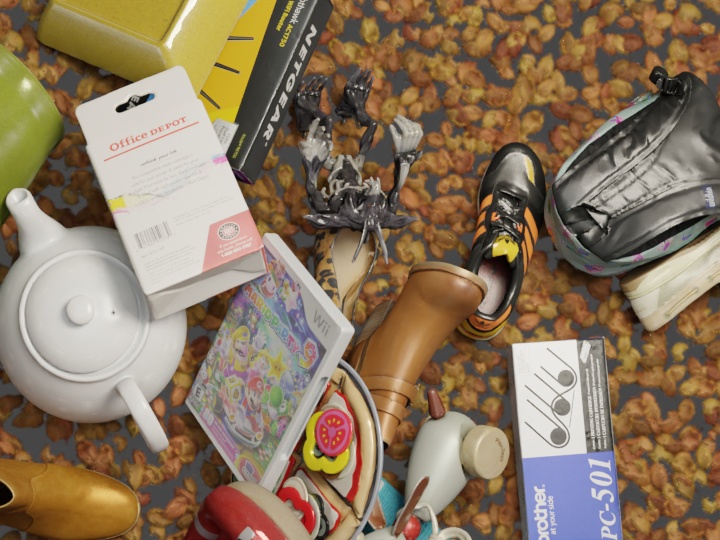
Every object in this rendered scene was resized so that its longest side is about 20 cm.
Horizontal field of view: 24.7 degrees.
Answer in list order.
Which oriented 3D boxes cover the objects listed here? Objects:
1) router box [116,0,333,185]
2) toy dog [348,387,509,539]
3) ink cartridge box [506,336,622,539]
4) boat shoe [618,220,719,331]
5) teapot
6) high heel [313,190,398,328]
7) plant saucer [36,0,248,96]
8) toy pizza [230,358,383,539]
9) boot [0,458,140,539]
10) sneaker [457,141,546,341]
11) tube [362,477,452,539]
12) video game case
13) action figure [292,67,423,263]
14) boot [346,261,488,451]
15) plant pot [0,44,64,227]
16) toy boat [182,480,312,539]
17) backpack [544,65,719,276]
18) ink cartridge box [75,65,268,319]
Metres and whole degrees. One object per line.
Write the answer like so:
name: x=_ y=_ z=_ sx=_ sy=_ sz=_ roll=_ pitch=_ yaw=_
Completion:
router box: x=-0.132 y=-0.200 z=1.592 sx=0.148 sy=0.051 sz=0.202 roll=20 pitch=79 yaw=19
toy dog: x=0.051 y=0.189 z=1.519 sx=0.097 sy=0.131 sz=0.201 roll=57 pitch=39 yaw=-25
ink cartridge box: x=0.198 y=0.170 z=1.599 sx=0.093 sy=0.044 sz=0.203 roll=-4 pitch=83 yaw=-4
boat shoe: x=0.354 y=-0.011 z=1.628 sx=0.199 sy=0.072 sz=0.065 roll=-31 pitch=95 yaw=-6
teapot: x=-0.251 y=0.050 z=1.523 sx=0.198 sy=0.146 sz=0.200 roll=15 pitch=81 yaw=-4
high heel: x=0.000 y=0.000 z=1.548 sx=0.200 sy=0.142 sz=0.072 roll=-49 pitch=116 yaw=-18
plant saucer: x=-0.203 y=-0.287 z=1.583 sx=0.198 sy=0.048 sz=0.202 roll=24 pitch=80 yaw=23
toy pizza: x=-0.058 y=0.173 z=1.515 sx=0.032 sy=0.199 sz=0.203 roll=10 pitch=79 yaw=-46
boot: x=-0.302 y=0.209 z=1.497 sx=0.199 sy=0.144 sz=0.072 roll=10 pitch=82 yaw=-4
sneaker: x=0.143 y=-0.032 z=1.598 sx=0.069 sy=0.090 sz=0.202 roll=16 pitch=81 yaw=-3
tube: x=0.038 y=0.253 z=1.574 sx=0.200 sy=0.050 sz=0.077 roll=45 pitch=80 yaw=-3
video game case: x=-0.087 y=0.089 z=1.505 sx=0.143 sy=0.018 sz=0.201 roll=49 pitch=123 yaw=38
action figure: x=-0.007 y=-0.106 z=1.550 sx=0.117 sy=0.103 sz=0.201 roll=-4 pitch=51 yaw=-18
boot: x=0.042 y=0.086 z=1.508 sx=0.073 sy=0.200 sz=0.156 roll=28 pitch=61 yaw=-12
plant pot: x=-0.384 y=-0.111 z=1.521 sx=0.200 sy=0.200 sz=0.193 roll=44 pitch=69 yaw=2
toy boat: x=-0.126 y=0.285 z=1.467 sx=0.130 sy=0.201 sz=0.130 roll=43 pitch=42 yaw=16
backpack: x=0.276 y=-0.078 z=1.600 sx=0.199 sy=0.127 sz=0.168 roll=-33 pitch=75 yaw=-8
ink cartridge box: x=-0.173 y=-0.073 z=1.491 sx=0.115 sy=0.068 sz=0.202 roll=-22 pitch=70 yaw=-6
